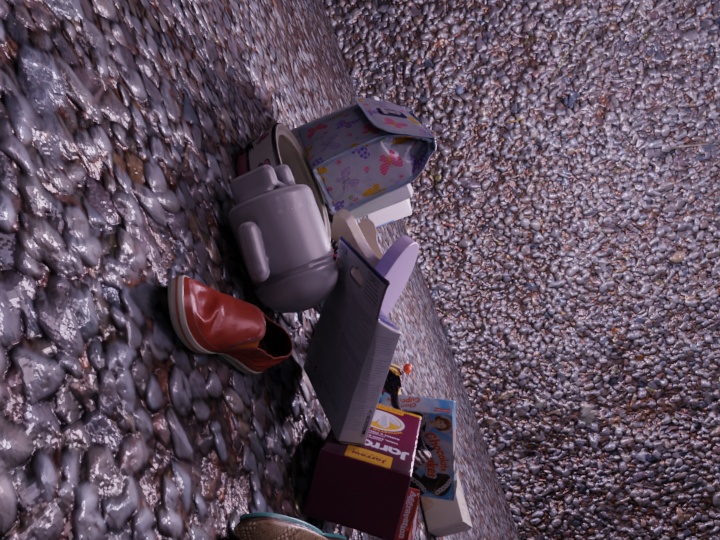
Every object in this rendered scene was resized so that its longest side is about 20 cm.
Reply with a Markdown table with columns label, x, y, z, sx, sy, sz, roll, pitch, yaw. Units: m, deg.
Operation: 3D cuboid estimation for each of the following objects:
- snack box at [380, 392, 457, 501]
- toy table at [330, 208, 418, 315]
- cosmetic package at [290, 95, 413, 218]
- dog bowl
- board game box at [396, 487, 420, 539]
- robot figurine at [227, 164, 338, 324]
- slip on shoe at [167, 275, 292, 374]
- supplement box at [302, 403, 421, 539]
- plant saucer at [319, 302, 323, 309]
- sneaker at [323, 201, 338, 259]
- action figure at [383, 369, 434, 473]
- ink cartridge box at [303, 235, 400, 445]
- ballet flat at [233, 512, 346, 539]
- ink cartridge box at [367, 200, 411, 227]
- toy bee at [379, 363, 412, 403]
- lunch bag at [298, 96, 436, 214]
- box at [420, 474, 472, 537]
| label | x | y | z | sx | sy | sz | roll | pitch | yaw |
| --- | --- | --- | --- | --- | --- | --- | --- | --- | --- |
| snack box | 0.097 | 0.288 | 1.078 | 0.037 | 0.116 | 0.201 | -65 | 154 | -53 |
| toy table | 0.000 | 0.000 | 0.994 | 0.117 | 0.200 | 0.184 | 35 | 41 | 16 |
| cosmetic package | -0.026 | -0.203 | 1.270 | 0.123 | 0.199 | 0.201 | -65 | 134 | -77 |
| dog bowl | -0.116 | -0.116 | 1.007 | 0.200 | 0.074 | 0.201 | -20 | 90 | -80 |
| board game box | 0.057 | 0.369 | 0.886 | 0.200 | 0.019 | 0.103 | 84 | 21 | -56 |
| robot figurine | -0.097 | -0.032 | 0.843 | 0.170 | 0.113 | 0.201 | -23 | 93 | -60 |
| slip on shoe | -0.129 | 0.054 | 0.671 | 0.200 | 0.061 | 0.074 | 50 | 25 | -58 |
| supplement box | 0.010 | 0.239 | 0.834 | 0.200 | 0.110 | 0.086 | -42 | 147 | -79 |
| plant saucer | -0.073 | 0.005 | 1.158 | 0.070 | 0.019 | 0.201 | -7 | 78 | -79 |
| sneaker | -0.039 | -0.026 | 1.135 | 0.084 | 0.077 | 0.200 | -90 | 156 | -70 |
| action figure | 0.042 | 0.253 | 0.988 | 0.102 | 0.118 | 0.201 | -81 | 155 | -63 |
| ink cartridge box | -0.009 | 0.078 | 0.827 | 0.200 | 0.040 | 0.201 | -131 | -125 | -65 |
| ballet flat | -0.057 | 0.276 | 0.628 | 0.200 | 0.070 | 0.065 | 49 | 38 | -54 |
| ink cartridge box | 0.070 | -0.245 | 2.029 | 0.200 | 0.128 | 0.125 | -94 | 160 | -59 |
| toy bee | 0.045 | 0.208 | 1.141 | 0.131 | 0.108 | 0.200 | -85 | 153 | -62 |
| lunch bag | 0.011 | -0.207 | 1.105 | 0.170 | 0.199 | 0.127 | -111 | 178 | -55 |
| box | 0.164 | 0.443 | 1.390 | 0.095 | 0.078 | 0.200 | 55 | 19 | -54 |
